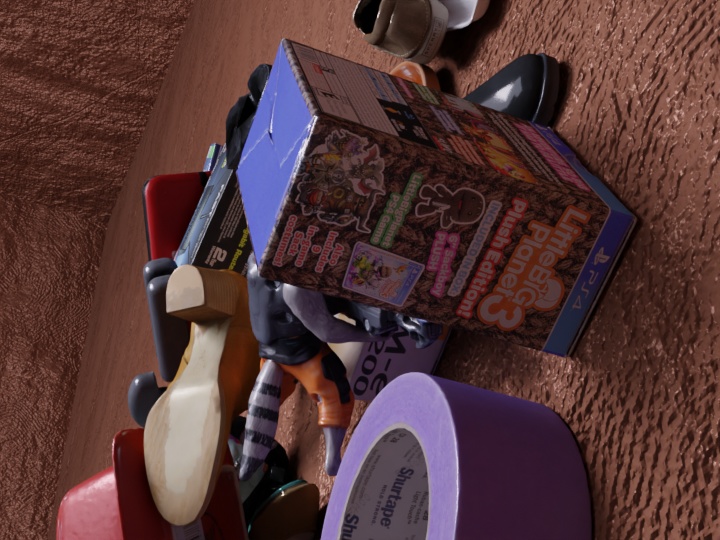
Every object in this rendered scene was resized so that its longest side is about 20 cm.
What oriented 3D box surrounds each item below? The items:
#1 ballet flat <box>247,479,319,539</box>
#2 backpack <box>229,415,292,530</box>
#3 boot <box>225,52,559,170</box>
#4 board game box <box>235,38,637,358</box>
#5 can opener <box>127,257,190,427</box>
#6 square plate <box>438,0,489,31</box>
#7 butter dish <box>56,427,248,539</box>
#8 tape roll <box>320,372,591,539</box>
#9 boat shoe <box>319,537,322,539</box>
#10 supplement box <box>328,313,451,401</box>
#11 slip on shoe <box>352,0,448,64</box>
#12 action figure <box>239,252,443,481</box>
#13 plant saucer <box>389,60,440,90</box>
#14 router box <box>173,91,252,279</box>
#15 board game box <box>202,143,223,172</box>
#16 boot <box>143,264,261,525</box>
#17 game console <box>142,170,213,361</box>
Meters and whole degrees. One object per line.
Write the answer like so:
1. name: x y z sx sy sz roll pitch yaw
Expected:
1. ballet flat: -0.076 0.260 0.997 0.063 0.068 0.200 61 143 26
2. backpack: -0.177 0.243 1.079 0.200 0.126 0.167 -44 -9 -39
3. boot: 0.019 -0.113 0.780 0.066 0.199 0.165 -92 26 -43
4. board game box: 0.037 -0.048 0.673 0.160 0.199 0.097 -110 39 -62
5. can opener: -0.185 0.081 1.025 0.053 0.066 0.201 -119 27 -48
6. square plate: 0.095 -0.301 0.988 0.198 0.028 0.201 -168 93 -71
7. butter dish: -0.180 0.238 0.885 0.199 0.147 0.201 27 -131 -69
8. tape roll: 0.047 0.167 0.652 0.200 0.085 0.201 -163 90 -71
9. boat shoe: -0.020 0.238 0.823 0.076 0.071 0.201 -79 14 -59
10. supplement box: 0.000 0.000 0.880 0.200 0.073 0.127 50 126 54
11. slip on shoe: 0.023 -0.235 1.003 0.200 0.060 0.076 -115 43 -64
12. action figure: -0.032 0.047 0.754 0.200 0.104 0.195 11 105 58
13. plant saucer: 0.028 -0.092 1.006 0.200 0.032 0.201 -164 90 -71
14. router box: -0.104 -0.076 1.016 0.201 0.062 0.150 -68 16 -8
15. board game box: -0.135 -0.030 1.264 0.034 0.135 0.201 -166 93 -73
16. boot: -0.100 0.099 0.864 0.070 0.144 0.203 -6 74 24
17. game console: -0.160 -0.004 1.156 0.118 0.172 0.201 3 100 56
